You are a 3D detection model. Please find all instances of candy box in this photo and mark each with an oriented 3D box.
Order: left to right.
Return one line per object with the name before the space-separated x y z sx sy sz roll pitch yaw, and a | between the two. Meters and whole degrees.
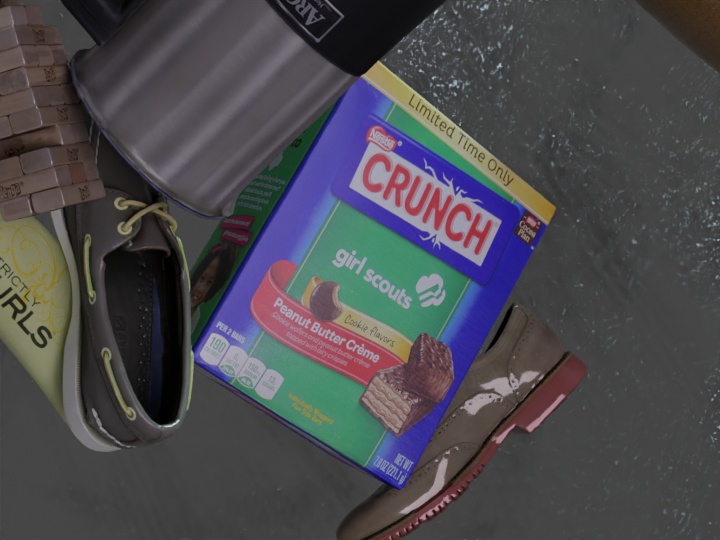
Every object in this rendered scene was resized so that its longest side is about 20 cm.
candy box | 0.000 0.000 0.936 0.168 0.077 0.202 34 80 -28

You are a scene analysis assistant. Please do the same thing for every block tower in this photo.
block tower | -0.188 -0.127 0.795 0.053 0.058 0.203 -13 94 15

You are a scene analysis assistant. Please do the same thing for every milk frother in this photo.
milk frother | -0.051 -0.158 0.851 0.188 0.200 0.181 -40 82 16

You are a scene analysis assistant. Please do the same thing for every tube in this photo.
tube | -0.193 -0.009 0.847 0.058 0.052 0.201 -32 120 9

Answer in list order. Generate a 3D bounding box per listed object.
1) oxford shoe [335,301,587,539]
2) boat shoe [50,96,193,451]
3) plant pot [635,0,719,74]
oxford shoe | 0.050 0.103 0.998 0.200 0.070 0.075 -41 88 -16
boat shoe | -0.124 -0.006 0.851 0.072 0.060 0.205 3 80 -46
plant pot | 0.228 -0.221 0.981 0.198 0.186 0.188 23 87 -16
